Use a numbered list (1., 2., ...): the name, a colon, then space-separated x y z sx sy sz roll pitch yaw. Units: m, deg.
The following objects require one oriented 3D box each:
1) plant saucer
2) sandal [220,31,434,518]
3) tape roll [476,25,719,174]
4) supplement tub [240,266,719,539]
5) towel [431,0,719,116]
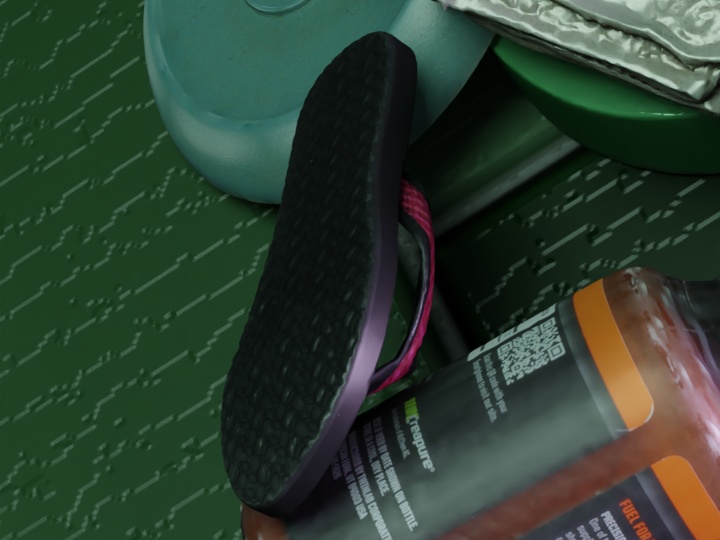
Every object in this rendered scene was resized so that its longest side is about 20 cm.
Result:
1. plant saucer: -0.018 -0.125 0.977 0.199 0.027 0.201 -19 61 38
2. sandal: 0.000 0.000 0.849 0.075 0.045 0.201 -33 32 37
3. tape roll: 0.132 -0.136 0.931 0.199 0.048 0.202 -11 61 21
4. supplement tub: 0.068 0.069 0.827 0.199 0.107 0.107 -29 57 11
5. towel: 0.114 -0.159 0.887 0.132 0.034 0.201 22 75 21
